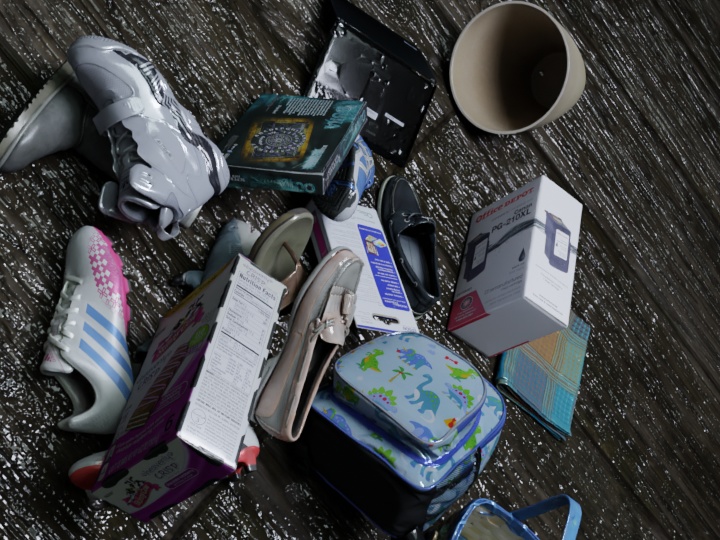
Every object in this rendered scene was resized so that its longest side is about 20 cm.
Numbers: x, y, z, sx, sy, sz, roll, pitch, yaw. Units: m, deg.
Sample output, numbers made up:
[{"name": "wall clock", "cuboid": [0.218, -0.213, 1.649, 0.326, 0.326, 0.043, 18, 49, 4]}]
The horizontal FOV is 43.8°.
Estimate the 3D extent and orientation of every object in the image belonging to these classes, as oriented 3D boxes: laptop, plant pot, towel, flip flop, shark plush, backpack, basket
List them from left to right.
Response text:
[{"name": "shark plush", "cuboid": [-0.162, 0.027, 0.948, 0.083, 0.091, 0.200, 34, 64, 8]}, {"name": "flip flop", "cuboid": [-0.086, 0.031, 0.912, 0.057, 0.201, 0.081, 27, 14, 24]}, {"name": "laptop", "cuboid": [0.005, -0.269, 1.235, 0.177, 0.103, 0.201, 26, 81, -28]}, {"name": "backpack", "cuboid": [0.057, 0.158, 0.959, 0.183, 0.148, 0.200, 33, 34, 26]}, {"name": "basket", "cuboid": [0.141, 0.332, 0.938, 0.139, 0.200, 0.177, 41, 49, -18]}, {"name": "plant pot", "cuboid": [0.265, -0.296, 1.364, 0.200, 0.187, 0.188, -7, 74, -56]}, {"name": "towel", "cuboid": [0.260, 0.117, 1.259, 0.147, 0.022, 0.201, 39, 50, -20]}]

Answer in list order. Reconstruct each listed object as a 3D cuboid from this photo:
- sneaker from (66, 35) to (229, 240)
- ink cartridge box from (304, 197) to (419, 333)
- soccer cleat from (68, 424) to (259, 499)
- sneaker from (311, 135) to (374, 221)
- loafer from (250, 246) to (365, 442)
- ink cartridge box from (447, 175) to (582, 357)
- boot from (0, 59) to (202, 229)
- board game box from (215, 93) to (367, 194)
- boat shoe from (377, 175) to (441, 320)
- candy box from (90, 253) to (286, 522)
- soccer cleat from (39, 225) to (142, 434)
[{"name": "sneaker", "cuboid": [-0.219, -0.123, 0.854, 0.200, 0.075, 0.115, 49, 44, -21]}, {"name": "ink cartridge box", "cuboid": [0.000, 0.000, 1.050, 0.094, 0.037, 0.201, 13, 42, -36]}, {"name": "soccer cleat", "cuboid": [-0.184, 0.165, 0.847, 0.199, 0.069, 0.086, 2, 60, -42]}, {"name": "sneaker", "cuboid": [-0.013, -0.119, 1.078, 0.077, 0.076, 0.200, 44, 26, -28]}, {"name": "loafer", "cuboid": [-0.042, 0.076, 0.895, 0.072, 0.063, 0.201, 23, 96, -57]}, {"name": "ink cartridge box", "cuboid": [0.206, -0.006, 1.186, 0.084, 0.145, 0.201, 33, 52, -23]}, {"name": "boot", "cuboid": [-0.255, -0.108, 0.917, 0.200, 0.072, 0.182, 45, 50, -23]}, {"name": "board game box", "cuboid": [-0.079, -0.146, 1.002, 0.200, 0.135, 0.028, -66, 159, -55]}, {"name": "boat shoe", "cuboid": [0.068, -0.039, 1.142, 0.074, 0.066, 0.200, 17, 60, -33]}, {"name": "candy box", "cuboid": [-0.144, 0.098, 0.776, 0.061, 0.136, 0.201, 37, 39, -23]}, {"name": "soccer cleat", "cuboid": [-0.257, 0.053, 0.830, 0.086, 0.070, 0.201, -4, 74, -41]}]
